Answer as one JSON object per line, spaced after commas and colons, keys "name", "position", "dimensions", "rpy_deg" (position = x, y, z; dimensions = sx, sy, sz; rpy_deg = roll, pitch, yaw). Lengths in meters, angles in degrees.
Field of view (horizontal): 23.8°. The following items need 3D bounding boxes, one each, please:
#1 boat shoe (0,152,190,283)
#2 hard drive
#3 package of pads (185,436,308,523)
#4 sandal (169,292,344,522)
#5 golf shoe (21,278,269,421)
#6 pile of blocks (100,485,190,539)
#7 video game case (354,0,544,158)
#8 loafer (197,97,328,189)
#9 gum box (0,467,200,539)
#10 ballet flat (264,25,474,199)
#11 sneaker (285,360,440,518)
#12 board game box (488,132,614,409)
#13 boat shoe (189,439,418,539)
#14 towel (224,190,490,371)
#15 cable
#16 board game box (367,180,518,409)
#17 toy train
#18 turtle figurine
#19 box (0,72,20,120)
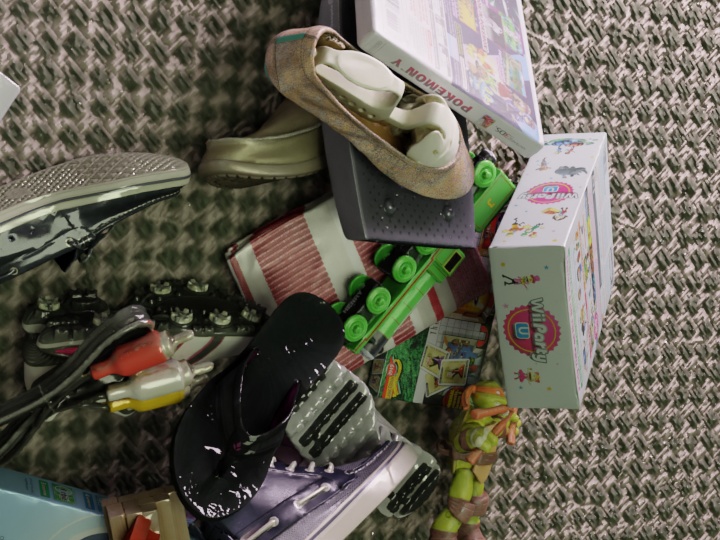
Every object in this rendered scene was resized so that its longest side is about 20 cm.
{"name": "boat shoe", "position": [-0.214, -0.036, 1.231], "dimensions": [0.198, 0.075, 0.063], "rpy_deg": [-22, 116, -21]}
{"name": "hard drive", "position": [0.025, -0.115, 1.305], "dimensions": [0.134, 0.042, 0.202], "rpy_deg": [4, 76, -45]}
{"name": "package of pads", "position": [-0.074, 0.246, 1.374], "dimensions": [0.120, 0.075, 0.202], "rpy_deg": [-27, 113, -22]}
{"name": "sandal", "position": [-0.074, 0.089, 1.238], "dimensions": [0.075, 0.048, 0.201], "rpy_deg": [35, 57, -6]}
{"name": "golf shoe", "position": [-0.160, 0.059, 1.293], "dimensions": [0.198, 0.077, 0.089], "rpy_deg": [-4, 118, -25]}
{"name": "pile of blocks", "position": [-0.163, 0.255, 1.224], "dimensions": [0.081, 0.062, 0.202], "rpy_deg": [13, 102, -18]}
{"name": "video game case", "position": [0.064, -0.202, 1.317], "dimensions": [0.181, 0.201, 0.023], "rpy_deg": [29, 130, -33]}
{"name": "loafer", "position": [-0.045, -0.108, 1.320], "dimensions": [0.199, 0.075, 0.069], "rpy_deg": [-15, 95, -42]}
{"name": "gum box", "position": [-0.203, 0.254, 1.270], "dimensions": [0.198, 0.045, 0.171], "rpy_deg": [18, 101, -19]}
{"name": "ballet flat", "position": [0.021, -0.112, 1.226], "dimensions": [0.199, 0.067, 0.069], "rpy_deg": [28, 62, -29]}
{"name": "sneaker", "position": [-0.016, 0.123, 1.369], "dimensions": [0.075, 0.081, 0.200], "rpy_deg": [-43, 131, -3]}
{"name": "board game box", "position": [0.161, -0.003, 1.395], "dimensions": [0.200, 0.064, 0.149], "rpy_deg": [-62, 148, -57]}
{"name": "boat shoe", "position": [-0.040, 0.164, 1.280], "dimensions": [0.093, 0.075, 0.200], "rpy_deg": [46, 44, 6]}
{"name": "towel", "position": [0.000, 0.000, 1.384], "dimensions": [0.199, 0.023, 0.145], "rpy_deg": [-29, 112, -15]}
{"name": "cable", "position": [-0.202, 0.090, 1.206], "dimensions": [0.199, 0.050, 0.098], "rpy_deg": [-27, 146, -11]}
{"name": "board game box", "position": [0.072, 0.015, 1.448], "dimensions": [0.104, 0.023, 0.202], "rpy_deg": [10, 95, -31]}
{"name": "toy train", "position": [0.049, -0.011, 1.370], "dimensions": [0.200, 0.042, 0.056], "rpy_deg": [-50, 127, -5]}
{"name": "turtle figurine", "position": [0.092, 0.160, 1.431], "dimensions": [0.064, 0.200, 0.163], "rpy_deg": [12, 95, 11]}
{"name": "box", "position": [-0.363, -0.098, 1.087], "dimensions": [0.200, 0.130, 0.200], "rpy_deg": [38, 81, -32]}
